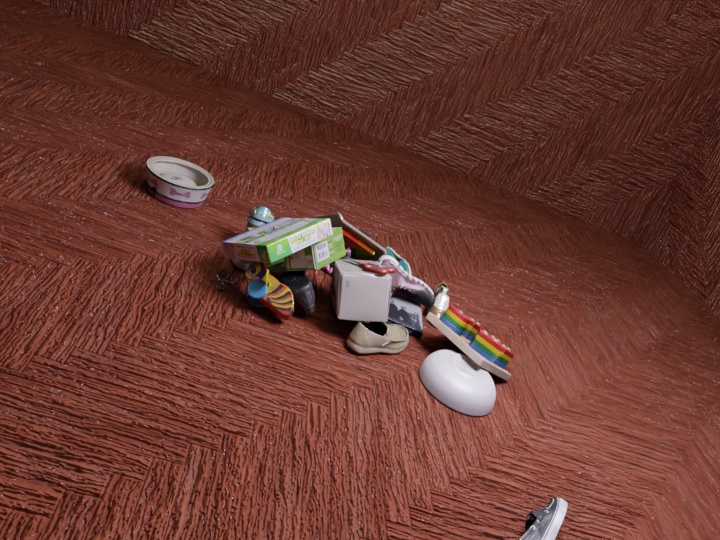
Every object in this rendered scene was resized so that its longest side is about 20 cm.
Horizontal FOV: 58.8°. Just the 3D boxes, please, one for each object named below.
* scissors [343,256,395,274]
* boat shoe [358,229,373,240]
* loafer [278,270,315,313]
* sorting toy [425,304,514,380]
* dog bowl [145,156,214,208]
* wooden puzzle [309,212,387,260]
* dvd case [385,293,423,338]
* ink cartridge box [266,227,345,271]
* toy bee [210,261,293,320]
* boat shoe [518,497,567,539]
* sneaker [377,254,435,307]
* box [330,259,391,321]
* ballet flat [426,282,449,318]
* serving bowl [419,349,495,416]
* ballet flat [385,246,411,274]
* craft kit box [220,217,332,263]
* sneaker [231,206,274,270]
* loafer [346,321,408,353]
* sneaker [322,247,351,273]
[{"bbox_3d":[0.003,-0.016,1.547,0.072,0.014,0.197,-7,17,-44],"label":"scissors"},{"bbox_3d":[-0.002,-0.093,1.973,0.197,0.067,0.074,33,53,25],"label":"boat shoe"},{"bbox_3d":[-0.155,0.048,1.576,0.071,0.074,0.200,-22,20,-6],"label":"loafer"},{"bbox_3d":[0.290,0.173,1.626,0.199,0.070,0.197,42,7,38],"label":"sorting toy"},{"bbox_3d":[-0.522,-0.249,1.830,0.194,0.075,0.202,20,24,-9],"label":"dog bowl"},{"bbox_3d":[-0.043,-0.085,1.815,0.199,0.038,0.183,38,-23,-29],"label":"wooden puzzle"},{"bbox_3d":[0.099,0.102,1.745,0.146,0.025,0.201,22,23,-6],"label":"dvd case"},{"bbox_3d":[-0.158,-0.053,1.637,0.194,0.078,0.147,-2,15,31],"label":"ink cartridge box"},{"bbox_3d":[-0.227,0.022,1.468,0.197,0.111,0.130,33,-24,-13],"label":"toy bee"},{"bbox_3d":[0.323,0.461,1.148,0.056,0.070,0.198,31,26,20],"label":"boat shoe"},{"bbox_3d":[0.107,0.059,1.750,0.198,0.076,0.116,37,50,1],"label":"sneaker"},{"bbox_3d":[-0.003,0.045,1.570,0.123,0.113,0.200,4,10,-8],"label":"box"},{"bbox_3d":[0.230,0.089,1.837,0.066,0.074,0.201,24,23,1],"label":"ballet flat"},{"bbox_3d":[0.238,0.251,1.513,0.194,0.067,0.202,20,24,-9],"label":"serving bowl"},{"bbox_3d":[0.119,-0.006,1.946,0.070,0.073,0.201,11,27,-26],"label":"ballet flat"},{"bbox_3d":[-0.198,-0.076,1.517,0.197,0.050,0.194,-27,19,-39],"label":"craft kit box"},{"bbox_3d":[-0.277,-0.092,1.658,0.077,0.133,0.201,19,24,-11],"label":"sneaker"},{"bbox_3d":[0.053,0.154,1.533,0.196,0.070,0.075,-3,34,-47],"label":"loafer"},{"bbox_3d":[-0.112,-0.061,1.799,0.195,0.098,0.079,23,25,2],"label":"sneaker"}]
